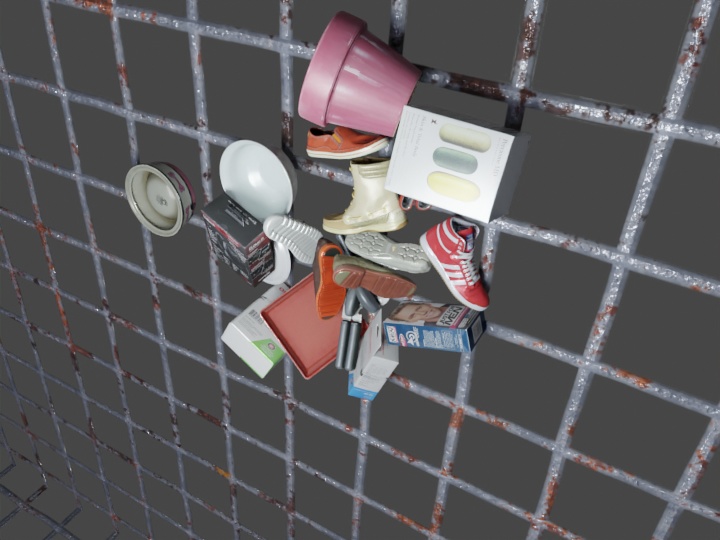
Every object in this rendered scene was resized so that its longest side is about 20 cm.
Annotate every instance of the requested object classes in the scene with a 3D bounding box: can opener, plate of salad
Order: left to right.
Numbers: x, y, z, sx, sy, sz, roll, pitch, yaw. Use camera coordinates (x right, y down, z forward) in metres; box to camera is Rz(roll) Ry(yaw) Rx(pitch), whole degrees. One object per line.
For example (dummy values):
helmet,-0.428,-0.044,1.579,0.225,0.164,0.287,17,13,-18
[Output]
plate of salad,-0.239,-0.060,1.579,0.199,0.048,0.202,25,131,32
can opener,-0.029,0.135,1.504,0.052,0.066,0.202,7,91,29
can opener,0.000,0.000,1.442,0.053,0.067,0.201,-18,106,39

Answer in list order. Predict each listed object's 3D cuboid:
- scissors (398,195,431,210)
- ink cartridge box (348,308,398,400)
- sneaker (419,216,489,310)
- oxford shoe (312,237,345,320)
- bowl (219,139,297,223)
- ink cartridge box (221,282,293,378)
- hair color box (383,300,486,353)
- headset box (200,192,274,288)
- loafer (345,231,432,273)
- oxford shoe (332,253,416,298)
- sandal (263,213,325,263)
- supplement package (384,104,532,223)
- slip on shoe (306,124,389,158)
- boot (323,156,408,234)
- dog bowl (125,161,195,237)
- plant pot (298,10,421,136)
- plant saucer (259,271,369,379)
scissors,0.137,-0.192,1.245,0.073,0.014,0.201,11,132,-17
ink cartridge box,0.038,0.198,1.495,0.067,0.117,0.201,16,132,-14
sneaker,0.216,-0.017,1.286,0.200,0.071,0.112,51,135,0
oxford shoe,-0.078,0.020,1.484,0.073,0.071,0.202,-134,44,-54
bowl,-0.213,-0.211,1.441,0.200,0.090,0.203,17,126,25
ink cartridge box,-0.221,0.143,1.588,0.145,0.200,0.084,43,135,4
hair color box,0.160,0.119,1.385,0.199,0.100,0.061,2,117,33
headset box,-0.281,-0.073,1.474,0.149,0.077,0.201,38,154,19
loafer,0.060,-0.037,1.375,0.199,0.070,0.070,19,159,22
oxford shoe,0.033,0.006,1.394,0.199,0.074,0.071,17,130,-24
sandal,-0.146,-0.083,1.446,0.083,0.202,0.050,-47,51,4
supplement package,0.174,-0.193,1.131,0.199,0.150,0.153,21,110,21
slip on shoe,-0.031,-0.266,1.303,0.199,0.074,0.062,9,119,35
boot,-0.006,-0.158,1.346,0.198,0.073,0.157,0,117,32
dog bowl,-0.515,-0.193,1.665,0.199,0.074,0.202,16,124,25
plant pot,0.007,-0.340,1.165,0.178,0.201,0.201,24,130,0
plant saucer,-0.110,0.122,1.535,0.201,0.199,0.037,55,168,-8
